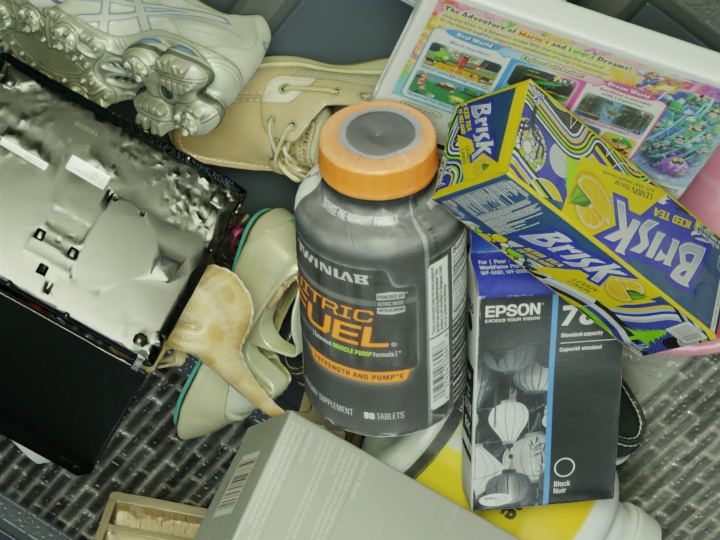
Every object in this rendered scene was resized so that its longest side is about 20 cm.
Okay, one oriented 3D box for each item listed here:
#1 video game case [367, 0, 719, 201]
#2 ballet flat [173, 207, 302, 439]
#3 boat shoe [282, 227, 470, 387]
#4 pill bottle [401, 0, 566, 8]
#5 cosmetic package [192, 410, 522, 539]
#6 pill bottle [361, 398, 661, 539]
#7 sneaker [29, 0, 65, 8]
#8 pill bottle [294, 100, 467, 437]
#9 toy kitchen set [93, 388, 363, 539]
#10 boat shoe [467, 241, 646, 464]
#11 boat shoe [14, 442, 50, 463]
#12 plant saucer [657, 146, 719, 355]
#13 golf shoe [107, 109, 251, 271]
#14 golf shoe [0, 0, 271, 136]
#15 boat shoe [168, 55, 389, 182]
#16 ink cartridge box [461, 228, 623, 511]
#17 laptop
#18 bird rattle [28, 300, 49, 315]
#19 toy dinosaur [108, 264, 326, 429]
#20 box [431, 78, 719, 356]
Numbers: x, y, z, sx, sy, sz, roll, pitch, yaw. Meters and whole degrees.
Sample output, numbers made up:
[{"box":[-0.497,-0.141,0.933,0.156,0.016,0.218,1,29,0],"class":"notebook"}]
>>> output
[{"box":[0.113,-0.098,1.538,0.199,0.024,0.182,18,149,-7],"class":"video game case"},{"box":[-0.070,0.050,1.707,0.069,0.070,0.201,19,127,-3],"class":"ballet flat"},{"box":[0.000,0.000,1.699,0.063,0.073,0.200,16,129,-39],"class":"boat shoe"},{"box":[0.032,-0.218,1.524,0.199,0.112,0.112,28,125,-10],"class":"pill bottle"},{"box":[0.004,0.185,1.670,0.200,0.107,0.090,33,157,-15],"class":"cosmetic package"},{"box":[0.105,0.149,1.770,0.200,0.112,0.112,36,124,-15],"class":"pill bottle"},{"box":[-0.168,-0.256,1.551,0.114,0.073,0.201,-4,116,8],"class":"sneaker"},{"box":[0.013,-0.004,1.583,0.106,0.106,0.201,4,130,8],"class":"pill bottle"},{"box":[-0.101,0.175,1.797,0.179,0.163,0.201,10,126,4],"class":"toy kitchen set"},{"box":[0.126,0.051,1.717,0.200,0.076,0.060,41,136,-19],"class":"boat shoe"},{"box":[-0.254,0.048,1.801,0.066,0.070,0.200,-33,111,10],"class":"boat shoe"},{"box":[0.204,-0.038,1.656,0.199,0.051,0.201,5,125,8],"class":"plant saucer"},{"box":[-0.130,-0.045,1.712,0.073,0.092,0.200,-43,130,-1],"class":"golf shoe"},{"box":[-0.145,-0.147,1.635,0.199,0.097,0.079,23,140,29],"class":"golf shoe"},{"box":[-0.032,-0.092,1.654,0.199,0.065,0.072,-3,124,13],"class":"boat shoe"},{"box":[0.116,0.057,1.651,0.099,0.039,0.201,-5,116,-8],"class":"ink cartridge box"},{"box":[-0.197,-0.001,1.621,0.177,0.201,0.103,29,170,-5],"class":"laptop"},{"box":[-0.251,-0.044,1.706,0.200,0.113,0.163,38,162,-16],"class":"bird rattle"},{"box":[-0.106,0.038,1.647,0.101,0.058,0.201,-17,108,27],"class":"toy dinosaur"},{"box":[0.136,-0.028,1.550,0.064,0.070,0.200,-15,140,43],"class":"box"}]
